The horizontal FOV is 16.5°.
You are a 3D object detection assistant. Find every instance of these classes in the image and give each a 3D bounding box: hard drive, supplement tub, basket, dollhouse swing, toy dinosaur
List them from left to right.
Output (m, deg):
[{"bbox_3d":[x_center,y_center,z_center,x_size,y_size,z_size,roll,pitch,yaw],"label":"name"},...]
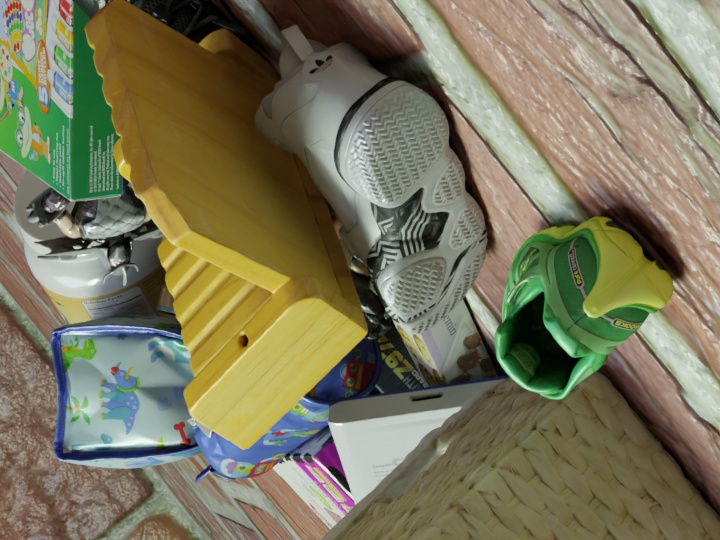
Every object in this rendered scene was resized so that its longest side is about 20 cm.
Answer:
[{"bbox_3d":[-0.192,-0.007,2.066,0.145,0.145,0.200,38,163,42],"label":"supplement tub"},{"bbox_3d":[-0.115,-0.029,1.448,0.175,0.182,0.201,11,-133,-40],"label":"dollhouse swing"},{"bbox_3d":[0.000,0.000,1.662,0.200,0.047,0.088,51,-177,-12],"label":"toy dinosaur"},{"bbox_3d":[0.066,0.158,1.663,0.025,0.131,0.201,-85,-17,-50],"label":"hard drive"},{"bbox_3d":[0.105,0.187,1.481,0.200,0.198,0.161,51,156,-5],"label":"basket"}]

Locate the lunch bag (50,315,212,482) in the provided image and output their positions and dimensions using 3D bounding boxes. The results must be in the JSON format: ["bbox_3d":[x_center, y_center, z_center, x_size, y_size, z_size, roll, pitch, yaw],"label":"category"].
[{"bbox_3d":[-0.130,0.096,1.932,0.170,0.199,0.128,4,-98,-88],"label":"lunch bag"}]

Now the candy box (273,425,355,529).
[{"bbox_3d":[0.010,0.165,1.831,0.136,0.061,0.200,47,167,-6],"label":"candy box"}]

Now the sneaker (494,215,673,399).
[{"bbox_3d":[0.098,0.022,1.298,0.074,0.084,0.200,48,168,3],"label":"sneaker"}]

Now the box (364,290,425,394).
[{"bbox_3d":[0.026,0.089,1.814,0.200,0.051,0.158,48,168,6],"label":"box"}]

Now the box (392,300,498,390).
[{"bbox_3d":[0.049,0.038,1.612,0.041,0.039,0.200,38,163,40],"label":"box"}]

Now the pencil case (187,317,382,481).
[{"bbox_3d":[-0.058,0.085,1.745,0.200,0.086,0.079,138,127,-59],"label":"pencil case"}]

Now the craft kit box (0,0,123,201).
[{"bbox_3d":[-0.220,-0.172,1.698,0.197,0.048,0.201,34,126,55],"label":"craft kit box"}]

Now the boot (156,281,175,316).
[{"bbox_3d":[-0.083,0.000,1.928,0.074,0.098,0.200,11,178,25],"label":"boot"}]

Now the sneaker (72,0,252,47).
[{"bbox_3d":[-0.131,-0.167,1.564,0.114,0.076,0.200,28,158,54],"label":"sneaker"}]

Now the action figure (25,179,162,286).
[{"bbox_3d":[-0.189,-0.080,1.818,0.069,0.130,0.201,24,126,51],"label":"action figure"}]

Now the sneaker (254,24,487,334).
[{"bbox_3d":[0.006,-0.056,1.424,0.115,0.075,0.200,42,161,35],"label":"sneaker"}]

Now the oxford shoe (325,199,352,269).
[{"bbox_3d":[-0.060,-0.046,1.599,0.200,0.070,0.074,-125,21,-54],"label":"oxford shoe"}]
